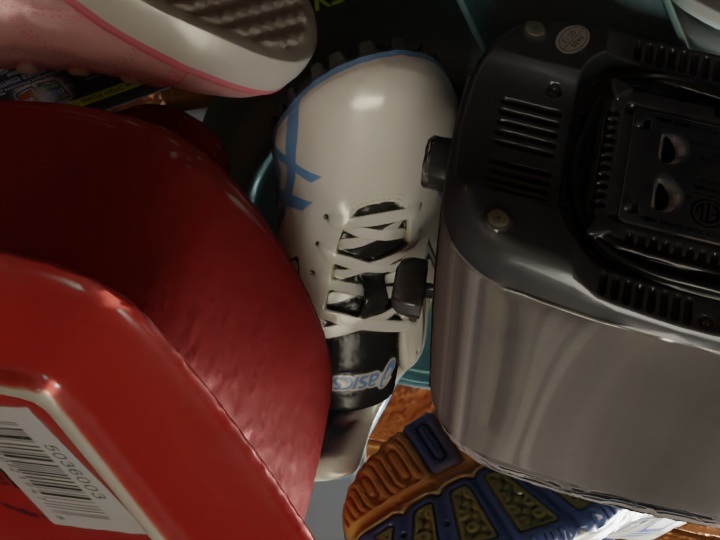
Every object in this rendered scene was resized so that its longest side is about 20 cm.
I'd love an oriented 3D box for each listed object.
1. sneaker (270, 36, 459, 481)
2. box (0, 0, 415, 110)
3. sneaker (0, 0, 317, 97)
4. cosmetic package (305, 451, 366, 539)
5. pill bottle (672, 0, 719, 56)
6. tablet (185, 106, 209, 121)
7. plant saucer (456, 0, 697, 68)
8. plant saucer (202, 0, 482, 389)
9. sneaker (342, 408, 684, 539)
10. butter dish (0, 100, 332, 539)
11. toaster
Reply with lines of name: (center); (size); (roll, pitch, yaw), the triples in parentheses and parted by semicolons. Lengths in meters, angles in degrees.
sneaker: (0.000, 0.000, 0.753); (0.072, 0.073, 0.200); (-9, 143, -18)
box: (-0.080, -0.137, 0.743); (0.199, 0.044, 0.160); (-17, 137, 21)
sneaker: (-0.119, -0.093, 0.703); (0.199, 0.076, 0.105); (24, 131, -14)
cosmetic package: (-0.067, 0.172, 0.964); (0.122, 0.200, 0.200); (5, 140, -5)
pill bottle: (0.143, -0.144, 0.678); (0.113, 0.114, 0.200); (2, 147, -2)
tablet: (-0.013, -0.026, 0.892); (0.199, 0.014, 0.130); (-9, 137, 11)
plant saucer: (0.066, -0.092, 0.689); (0.070, 0.019, 0.200); (-7, 136, 26)
plant saucer: (0.033, -0.018, 0.808); (0.199, 0.028, 0.201); (4, 134, 4)
sneaker: (0.089, 0.083, 0.820); (0.199, 0.075, 0.088); (-19, 145, -12)
butter dish: (-0.090, 0.009, 0.706); (0.199, 0.148, 0.200); (8, 146, 32)
toaster: (0.112, 0.009, 0.692); (0.199, 0.114, 0.129); (12, 144, 0)
